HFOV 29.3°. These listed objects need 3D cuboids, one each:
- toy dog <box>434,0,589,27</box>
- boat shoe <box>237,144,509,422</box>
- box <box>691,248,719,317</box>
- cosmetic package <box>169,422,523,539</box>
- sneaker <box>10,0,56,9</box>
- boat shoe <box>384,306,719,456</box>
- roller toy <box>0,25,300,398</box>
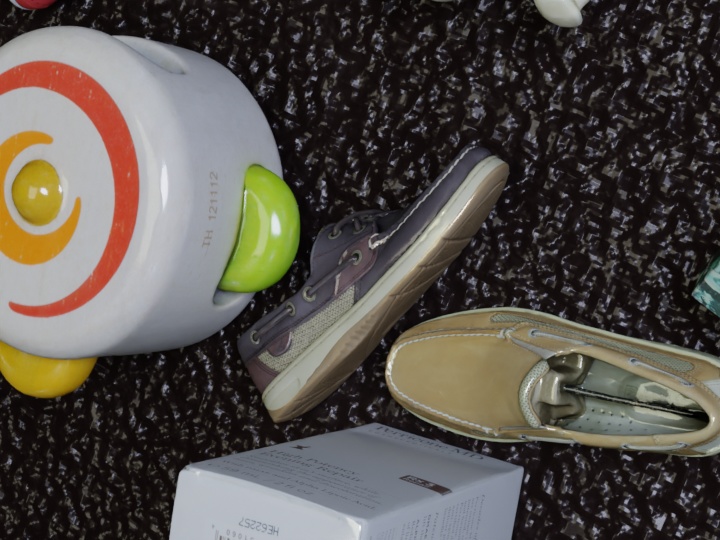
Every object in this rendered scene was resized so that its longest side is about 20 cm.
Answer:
[{"bbox_3d":[0.077,-0.217,0.679,0.199,0.139,0.196,-30,65,24],"label":"toy dog"},{"bbox_3d":[0.000,0.000,0.758,0.065,0.072,0.200,47,116,12],"label":"boat shoe"},{"bbox_3d":[0.256,-0.017,0.586,0.144,0.036,0.201,36,128,5],"label":"box"},{"bbox_3d":[-0.001,0.129,0.688,0.100,0.199,0.075,13,97,25],"label":"cosmetic package"},{"bbox_3d":[-0.132,-0.215,0.821,0.113,0.071,0.201,47,108,22],"label":"sneaker"},{"bbox_3d":[0.094,0.057,0.706,0.197,0.076,0.073,1,92,27],"label":"boat shoe"},{"bbox_3d":[-0.150,-0.042,0.795,0.199,0.139,0.184,-32,77,25],"label":"roller toy"}]
